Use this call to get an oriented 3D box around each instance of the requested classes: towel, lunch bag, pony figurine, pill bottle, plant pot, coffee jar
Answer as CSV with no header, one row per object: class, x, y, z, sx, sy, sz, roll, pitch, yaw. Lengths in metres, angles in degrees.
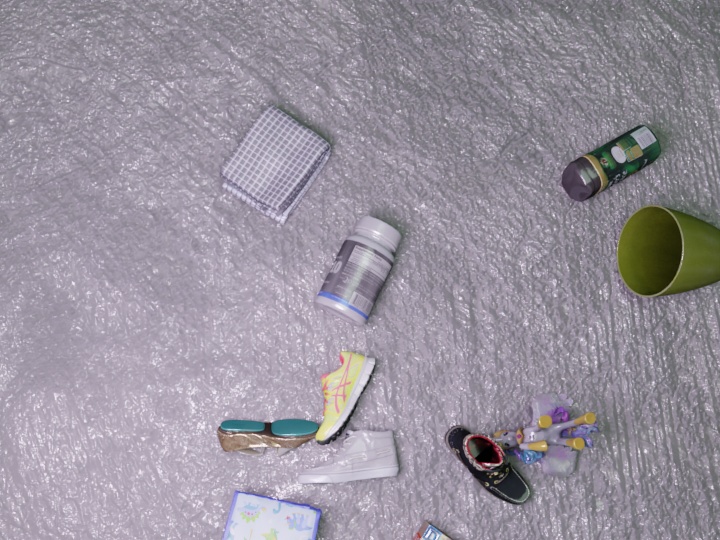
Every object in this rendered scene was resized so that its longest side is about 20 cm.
towel,-0.177,-0.222,1.381,0.165,0.086,0.201,34,79,3
lunch bag,-0.173,0.518,1.220,0.169,0.127,0.202,12,88,-2
pony figurine,0.363,0.315,1.286,0.191,0.200,0.168,1,72,-20
pill bottle,0.000,0.000,1.338,0.113,0.114,0.201,26,78,1
plant pot,0.674,-0.034,1.380,0.198,0.187,0.189,3,79,-19
coffee jar,0.533,-0.227,1.428,0.199,0.104,0.086,-28,80,-8

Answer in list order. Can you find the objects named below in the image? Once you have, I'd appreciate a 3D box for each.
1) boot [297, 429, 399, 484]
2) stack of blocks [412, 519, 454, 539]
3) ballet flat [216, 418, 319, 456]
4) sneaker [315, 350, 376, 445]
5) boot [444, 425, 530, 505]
boot,-0.026,0.361,1.296,0.198,0.074,0.096,-3,73,-13
stack of blocks,0.179,0.586,1.268,0.199,0.059,0.116,35,79,2
ballet flat,-0.178,0.327,1.296,0.198,0.071,0.066,3,106,-1
sneaker,-0.047,0.246,1.306,0.090,0.078,0.201,26,61,6
boot,0.255,0.378,1.265,0.203,0.154,0.074,42,79,4
